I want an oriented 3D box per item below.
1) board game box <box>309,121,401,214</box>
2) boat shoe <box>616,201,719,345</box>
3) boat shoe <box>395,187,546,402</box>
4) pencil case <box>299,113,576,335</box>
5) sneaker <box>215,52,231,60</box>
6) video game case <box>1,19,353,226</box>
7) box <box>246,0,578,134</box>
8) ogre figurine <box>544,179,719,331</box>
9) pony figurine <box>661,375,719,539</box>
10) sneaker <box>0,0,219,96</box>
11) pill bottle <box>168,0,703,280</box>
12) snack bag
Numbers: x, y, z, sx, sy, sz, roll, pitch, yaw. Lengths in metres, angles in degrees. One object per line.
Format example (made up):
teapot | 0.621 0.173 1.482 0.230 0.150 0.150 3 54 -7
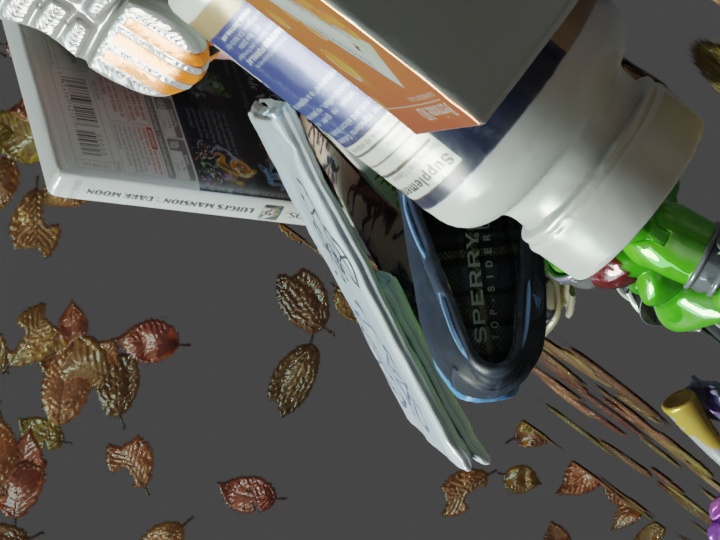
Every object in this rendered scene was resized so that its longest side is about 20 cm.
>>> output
board game box | -0.035 -0.108 1.261 0.126 0.035 0.200 48 -179 23
boat shoe | 0.161 0.001 1.390 0.076 0.060 0.200 39 176 -30
boat shoe | 0.052 -0.047 1.168 0.069 0.084 0.201 116 140 -82
pencil case | 0.040 -0.035 1.430 0.078 0.089 0.200 69 175 -48
sneaker | -0.090 -0.137 1.444 0.200 0.076 0.105 23 -146 35
video game case | -0.105 -0.108 1.513 0.181 0.023 0.200 6 -135 -29
box | -0.019 -0.145 0.950 0.200 0.098 0.124 37 176 -8
ogre figurine | 0.108 -0.025 1.271 0.120 0.098 0.200 29 -162 -27
pony figurine | 0.271 0.146 1.690 0.200 0.166 0.193 55 162 -20
sneaker | -0.149 -0.174 1.361 0.200 0.112 0.078 35 134 -13
pill bottle | 0.033 -0.088 1.079 0.200 0.111 0.111 37 176 -8
snack bag | 0.000 0.000 1.355 0.200 0.021 0.189 62 177 -6
